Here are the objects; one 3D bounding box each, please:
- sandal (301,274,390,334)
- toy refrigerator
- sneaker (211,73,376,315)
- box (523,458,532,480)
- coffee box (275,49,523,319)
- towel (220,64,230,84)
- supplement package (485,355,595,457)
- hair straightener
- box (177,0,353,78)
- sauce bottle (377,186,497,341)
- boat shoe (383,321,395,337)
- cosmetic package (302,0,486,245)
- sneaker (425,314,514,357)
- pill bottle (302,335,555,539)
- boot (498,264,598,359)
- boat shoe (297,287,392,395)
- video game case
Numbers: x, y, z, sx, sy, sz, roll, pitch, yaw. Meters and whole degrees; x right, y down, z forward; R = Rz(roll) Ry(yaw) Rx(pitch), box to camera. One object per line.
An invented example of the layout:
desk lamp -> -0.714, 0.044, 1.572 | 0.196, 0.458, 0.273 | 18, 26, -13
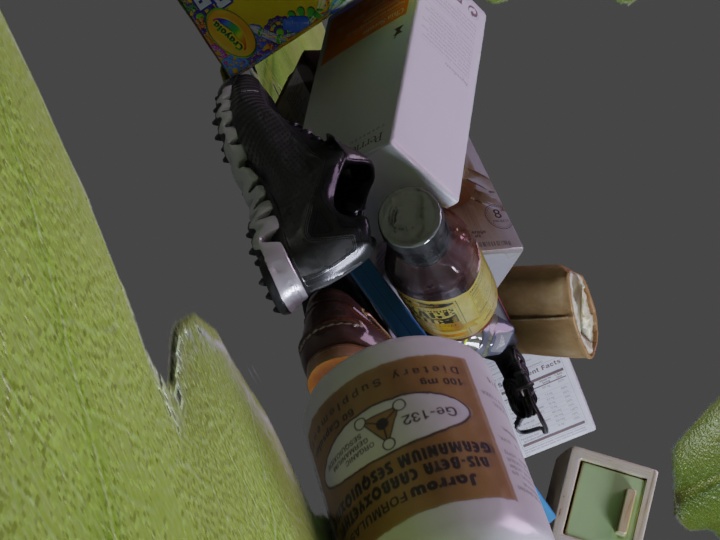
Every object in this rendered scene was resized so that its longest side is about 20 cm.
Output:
sandal -> -0.022, 0.022, 1.368 | 0.201, 0.048, 0.075 | 55, 3, 15
toy refrigerator -> 0.176, 0.250, 1.578 | 0.070, 0.076, 0.201 | 113, -6, -73
sneaker -> -0.037, -0.061, 1.264 | 0.067, 0.090, 0.200 | 63, 6, -46
box -> 0.080, 0.145, 1.618 | 0.200, 0.086, 0.164 | -87, 153, -79
coffee box -> 0.023, -0.067, 1.467 | 0.080, 0.114, 0.200 | -59, -135, 45
towel -> -0.073, -0.102, 1.524 | 0.086, 0.018, 0.200 | 64, 5, 9
supplement package -> 0.131, 0.108, 1.942 | 0.200, 0.155, 0.111 | -92, 159, -77
hair straightener -> 0.121, 0.085, 1.658 | 0.077, 0.041, 0.200 | -108, 177, -45
box -> -0.039, -0.244, 1.403 | 0.122, 0.192, 0.200 | 56, 6, -8
sauce bottle -> 0.048, -0.005, 1.290 | 0.200, 0.066, 0.066 | 53, 15, -68
boat shoe -> -0.001, 0.001, 1.491 | 0.065, 0.074, 0.202 | 68, 9, -58
cosmetic package -> 0.020, -0.116, 1.368 | 0.071, 0.101, 0.200 | 40, 39, -29
sneaker -> 0.050, 0.033, 1.572 | 0.200, 0.081, 0.074 | 39, -65, 60
pill bottle -> 0.044, 0.143, 1.063 | 0.114, 0.114, 0.200 | 61, 7, -49
boot -> 0.093, 0.006, 1.706 | 0.175, 0.199, 0.066 | 63, 38, -42
boat shoe -> 0.018, 0.089, 1.280 | 0.070, 0.070, 0.200 | -102, 169, -45
video game case -> 0.060, 0.080, 1.338 | 0.143, 0.018, 0.200 | 54, 0, 43
